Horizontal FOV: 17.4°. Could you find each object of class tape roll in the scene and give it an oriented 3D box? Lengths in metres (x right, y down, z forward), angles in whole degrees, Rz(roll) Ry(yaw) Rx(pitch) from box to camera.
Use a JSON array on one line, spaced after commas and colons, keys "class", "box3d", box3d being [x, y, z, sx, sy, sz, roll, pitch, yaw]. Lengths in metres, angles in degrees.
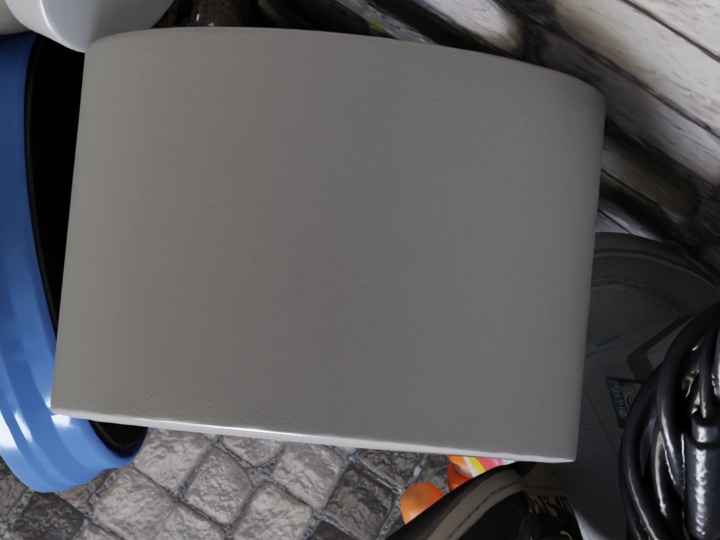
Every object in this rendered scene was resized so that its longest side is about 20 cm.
[{"class": "tape roll", "box3d": [-0.011, -0.004, 0.887, 0.201, 0.140, 0.203, 5, 176, 0]}]

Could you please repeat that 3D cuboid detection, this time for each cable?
[{"class": "cable", "box3d": [0.164, 0.089, 0.856, 0.163, 0.200, 0.051, 48, -142, 6]}]

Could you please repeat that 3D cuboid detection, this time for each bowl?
[{"class": "bowl", "box3d": [-0.128, -0.010, 0.986, 0.039, 0.202, 0.201, -10, 165, 8]}]

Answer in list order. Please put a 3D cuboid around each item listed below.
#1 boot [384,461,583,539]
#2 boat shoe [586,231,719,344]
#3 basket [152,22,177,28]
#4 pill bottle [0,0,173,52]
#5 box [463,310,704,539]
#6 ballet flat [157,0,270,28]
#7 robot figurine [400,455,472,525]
[{"class": "boot", "box3d": [0.070, 0.154, 0.906, 0.151, 0.073, 0.200, 57, -165, 9]}, {"class": "boat shoe", "box3d": [0.156, 0.053, 1.051, 0.200, 0.072, 0.069, 38, -169, -29]}, {"class": "basket", "box3d": [-0.168, -0.092, 1.202, 0.200, 0.143, 0.149, 38, -169, -15]}, {"class": "pill bottle", "box3d": [-0.160, -0.161, 0.939, 0.199, 0.113, 0.112, 30, 173, 33]}, {"class": "box", "box3d": [0.132, 0.102, 0.979, 0.200, 0.041, 0.157, -22, 97, 56]}, {"class": "ballet flat", "box3d": [-0.050, -0.087, 1.105, 0.067, 0.046, 0.200, 34, 166, 39]}, {"class": "robot figurine", "box3d": [0.106, 0.131, 1.295, 0.143, 0.202, 0.117, -6, -168, 26]}]
